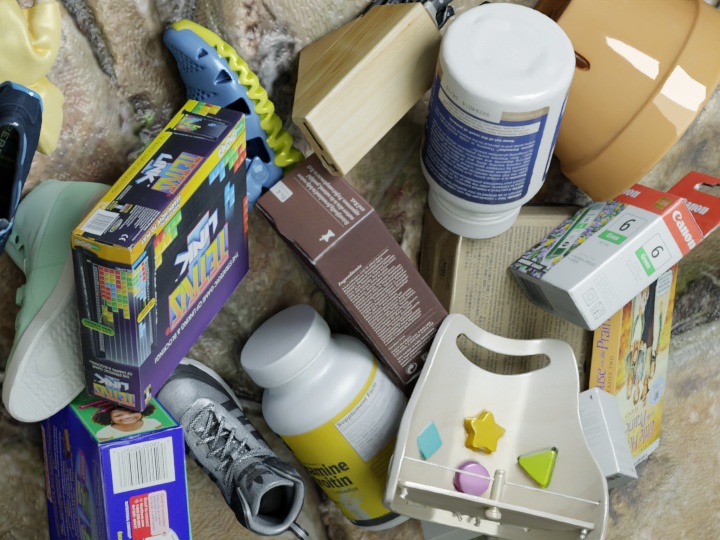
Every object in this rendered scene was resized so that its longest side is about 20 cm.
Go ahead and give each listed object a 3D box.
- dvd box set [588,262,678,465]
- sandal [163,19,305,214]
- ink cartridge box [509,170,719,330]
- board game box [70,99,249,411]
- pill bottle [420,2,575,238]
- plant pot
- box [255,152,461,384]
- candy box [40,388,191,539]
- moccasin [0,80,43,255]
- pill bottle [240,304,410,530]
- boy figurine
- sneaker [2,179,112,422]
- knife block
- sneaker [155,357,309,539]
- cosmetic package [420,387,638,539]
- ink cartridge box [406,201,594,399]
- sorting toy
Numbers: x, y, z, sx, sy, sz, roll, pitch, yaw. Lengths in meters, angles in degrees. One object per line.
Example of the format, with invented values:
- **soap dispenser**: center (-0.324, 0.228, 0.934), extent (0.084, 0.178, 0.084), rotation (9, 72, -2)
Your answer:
- **dvd box set**: center (0.254, 0.090, 1.817), extent (0.146, 0.029, 0.200), rotation (-22, 119, -59)
- **sandal**: center (-0.113, -0.118, 1.624), extent (0.087, 0.079, 0.200), rotation (-34, 113, -8)
- **ink cartridge box**: center (0.239, -0.036, 1.699), extent (0.200, 0.109, 0.050), rotation (-39, 115, -12)
- **board game box**: center (-0.155, -0.014, 1.542), extent (0.200, 0.057, 0.165), rotation (-56, 154, -46)
- **pill bottle**: center (0.109, -0.119, 1.621), extent (0.111, 0.111, 0.200), rotation (-17, 148, -19)
- **plant pot**: center (0.214, -0.181, 1.697), extent (0.140, 0.200, 0.200), rotation (36, 88, -10)
- **box**: center (0.000, 0.000, 1.653), extent (0.075, 0.100, 0.200), rotation (-42, 138, -3)
- **candy box**: center (-0.204, 0.178, 1.590), extent (0.077, 0.200, 0.169), rotation (-10, 110, -23)
- **moccasin**: center (-0.309, -0.056, 1.525), extent (0.080, 0.068, 0.200), rotation (16, 119, -9)
- **pill bottle**: center (-0.017, 0.128, 1.709), extent (0.112, 0.112, 0.200), rotation (-42, 116, -8)
- **boy figurine**: center (-0.289, -0.184, 1.531), extent (0.124, 0.064, 0.200), rotation (-33, 116, -1)
- **sneaker**: center (-0.256, 0.021, 1.571), extent (0.074, 0.118, 0.201), rotation (28, 82, -44)
- **knife block**: center (0.035, -0.182, 1.620), extent (0.175, 0.200, 0.064), rotation (-28, 116, 17)
- **sneaker**: center (-0.111, 0.157, 1.674), extent (0.075, 0.114, 0.200), rotation (-43, 116, -8)
- **cosmetic package**: center (0.145, 0.180, 1.751), extent (0.200, 0.083, 0.051), rotation (-23, 157, 24)
- **ink cartridge box**: center (0.137, 0.038, 1.774), extent (0.165, 0.075, 0.200), rotation (1, 102, -25)
- **sorting toy**: center (0.115, 0.134, 1.667), extent (0.200, 0.107, 0.180), rotation (15, 77, -16)
